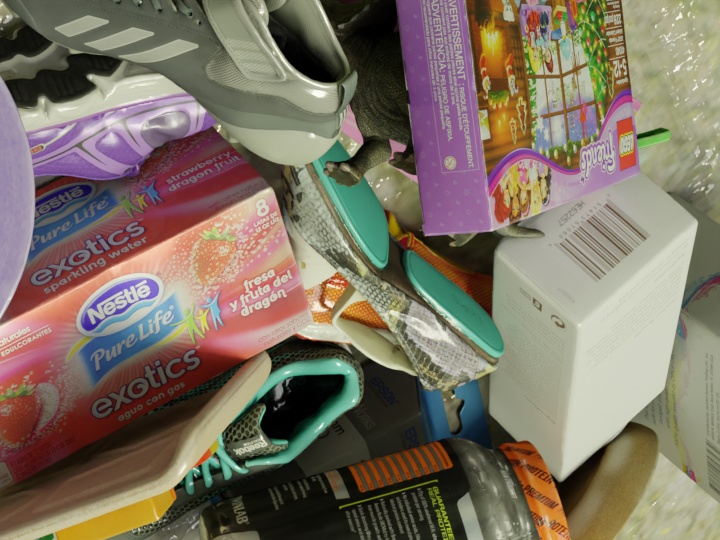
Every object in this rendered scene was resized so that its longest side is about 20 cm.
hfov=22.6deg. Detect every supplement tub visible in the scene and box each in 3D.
[{"bbox_3d":[0.015,0.169,1.027,0.198,0.123,0.124,-14,126,-8],"label":"supplement tub"}]

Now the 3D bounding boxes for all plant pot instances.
[{"bbox_3d":[0.111,0.166,1.167,0.027,0.200,0.200,44,90,-9],"label":"plant pot"}]

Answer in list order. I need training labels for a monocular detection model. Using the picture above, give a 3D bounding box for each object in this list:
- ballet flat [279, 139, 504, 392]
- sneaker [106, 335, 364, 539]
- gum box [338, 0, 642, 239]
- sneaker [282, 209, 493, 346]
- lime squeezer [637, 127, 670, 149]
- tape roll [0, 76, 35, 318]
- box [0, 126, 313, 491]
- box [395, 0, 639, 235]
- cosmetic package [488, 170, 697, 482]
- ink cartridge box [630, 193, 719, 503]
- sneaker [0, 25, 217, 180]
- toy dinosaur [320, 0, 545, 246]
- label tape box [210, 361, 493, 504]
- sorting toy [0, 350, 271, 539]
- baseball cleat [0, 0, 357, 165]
[{"bbox_3d":[0.000,0.000,0.990,0.072,0.072,0.200,-43,118,-2],"label":"ballet flat"},{"bbox_3d":[-0.082,0.094,1.032,0.199,0.091,0.078,-33,100,-15],"label":"sneaker"},{"bbox_3d":[0.063,-0.100,1.029,0.199,0.066,0.114,31,100,-41],"label":"gum box"},{"bbox_3d":[0.031,0.007,1.076,0.198,0.073,0.078,6,105,-38],"label":"sneaker"},{"bbox_3d":[0.099,-0.088,0.999,0.199,0.037,0.071,29,70,-40],"label":"lime squeezer"},{"bbox_3d":[-0.246,-0.035,0.802,0.198,0.085,0.203,-1,95,-14],"label":"tape roll"},{"bbox_3d":[-0.139,0.014,0.949,0.199,0.103,0.095,-27,129,-14],"label":"box"},{"bbox_3d":[0.082,-0.101,0.892,0.199,0.039,0.139,-21,106,-60],"label":"box"},{"bbox_3d":[0.133,0.032,1.064,0.101,0.074,0.201,-38,155,-20],"label":"cosmetic package"},{"bbox_3d":[0.235,0.063,1.156,0.084,0.200,0.146,-27,130,-20],"label":"ink cartridge box"},{"bbox_3d":[-0.110,-0.092,0.934,0.198,0.081,0.084,-13,142,-18],"label":"sneaker"},{"bbox_3d":[0.041,-0.079,0.914,0.199,0.077,0.103,27,66,-27],"label":"toy dinosaur"},{"bbox_3d":[0.009,0.139,1.147,0.199,0.063,0.145,-28,130,-15],"label":"label tape box"},{"bbox_3d":[-0.144,0.114,0.929,0.198,0.185,0.037,-25,96,13],"label":"sorting toy"},{"bbox_3d":[-0.087,-0.130,0.842,0.070,0.199,0.107,-60,178,-35],"label":"baseball cleat"}]
